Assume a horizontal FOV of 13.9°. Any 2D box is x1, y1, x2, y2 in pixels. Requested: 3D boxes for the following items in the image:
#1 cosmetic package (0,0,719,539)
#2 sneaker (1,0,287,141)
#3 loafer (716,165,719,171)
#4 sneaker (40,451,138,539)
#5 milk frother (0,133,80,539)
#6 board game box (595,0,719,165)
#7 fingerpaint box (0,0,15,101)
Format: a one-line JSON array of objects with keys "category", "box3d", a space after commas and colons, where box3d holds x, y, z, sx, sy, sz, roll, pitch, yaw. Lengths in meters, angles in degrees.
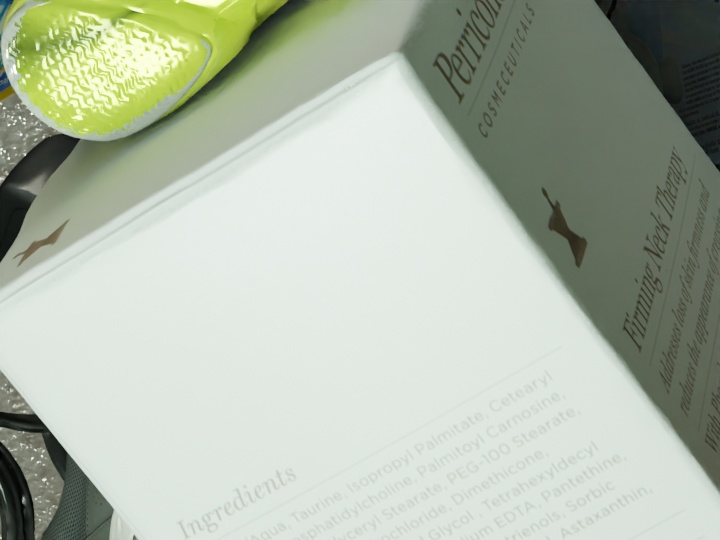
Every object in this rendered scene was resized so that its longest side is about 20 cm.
[{"category": "cosmetic package", "box3d": [0.018, 0.016, 0.913, 0.166, 0.200, 0.168, -30, 18, 25]}, {"category": "sneaker", "box3d": [-0.024, -0.122, 0.882, 0.200, 0.076, 0.105, -32, 17, 23]}, {"category": "loafer", "box3d": [0.174, -0.124, 1.222, 0.201, 0.068, 0.070, -57, -4, -25]}, {"category": "sneaker", "box3d": [-0.080, 0.133, 1.081, 0.085, 0.074, 0.201, 46, 131, 48]}, {"category": "milk frother", "box3d": [-0.107, 0.064, 1.257, 0.201, 0.180, 0.188, -68, 9, -21]}, {"category": "board game box", "box3d": [0.123, -0.140, 1.033, 0.043, 0.200, 0.200, -18, 0, -26]}, {"category": "fingerpaint box", "box3d": [-0.109, -0.144, 0.948, 0.167, 0.073, 0.200, -66, -4, 16]}]
